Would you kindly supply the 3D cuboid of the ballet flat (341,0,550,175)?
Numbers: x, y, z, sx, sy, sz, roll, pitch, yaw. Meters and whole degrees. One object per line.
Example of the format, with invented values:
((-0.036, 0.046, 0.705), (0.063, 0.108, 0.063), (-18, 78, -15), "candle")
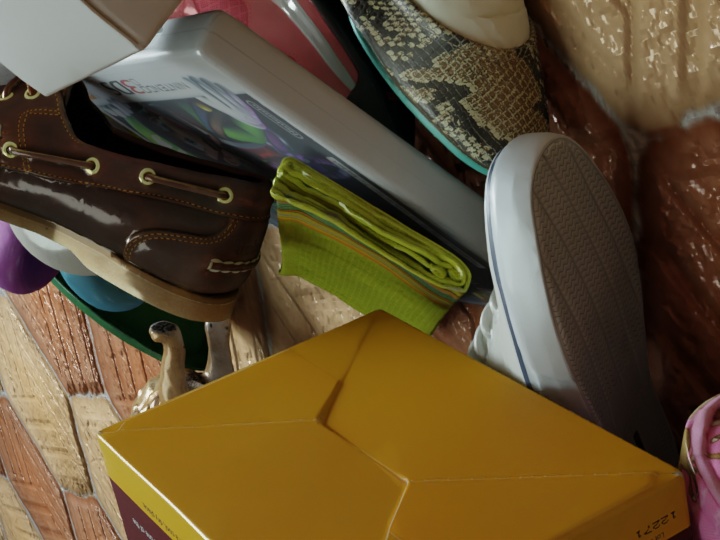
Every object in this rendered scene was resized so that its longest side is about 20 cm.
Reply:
((0.017, -0.126, 0.624), (0.200, 0.068, 0.075), (53, 133, 27), "ballet flat")

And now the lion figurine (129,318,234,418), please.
((-0.057, 0.091, 0.891), (0.200, 0.072, 0.123), (18, 119, 37), "lion figurine")

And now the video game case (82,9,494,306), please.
((-0.023, -0.041, 0.687), (0.200, 0.023, 0.182), (33, 169, -26), "video game case")

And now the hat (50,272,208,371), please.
((-0.102, -0.062, 0.963), (0.200, 0.176, 0.166), (29, -161, -49), "hat")

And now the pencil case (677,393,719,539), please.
((0.146, 0.126, 0.575), (0.200, 0.086, 0.083), (89, 164, -45), "pencil case")

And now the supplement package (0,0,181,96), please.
((-0.080, -0.179, 0.557), (0.120, 0.200, 0.121), (41, 163, -20), "supplement package")

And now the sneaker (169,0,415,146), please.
((-0.056, -0.108, 0.706), (0.200, 0.087, 0.074), (49, -165, 12), "sneaker")

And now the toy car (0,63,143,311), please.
((-0.164, -0.058, 0.840), (0.200, 0.175, 0.150), (35, 120, 4), "toy car")

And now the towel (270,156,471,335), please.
((0.000, 0.000, 0.696), (0.086, 0.018, 0.200), (32, 171, 3), "towel")

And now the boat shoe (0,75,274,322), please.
((-0.131, -0.051, 0.694), (0.199, 0.070, 0.071), (24, 113, 5), "boat shoe")

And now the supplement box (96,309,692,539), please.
((0.019, 0.152, 0.597), (0.197, 0.132, 0.201), (27, 134, 56), "supplement box")

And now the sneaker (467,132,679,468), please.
((0.070, 0.038, 0.621), (0.071, 0.073, 0.201), (4, 126, 34), "sneaker")
